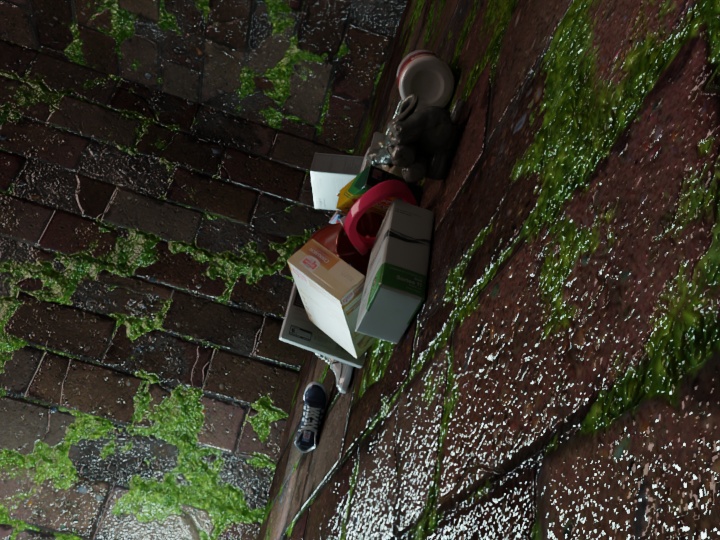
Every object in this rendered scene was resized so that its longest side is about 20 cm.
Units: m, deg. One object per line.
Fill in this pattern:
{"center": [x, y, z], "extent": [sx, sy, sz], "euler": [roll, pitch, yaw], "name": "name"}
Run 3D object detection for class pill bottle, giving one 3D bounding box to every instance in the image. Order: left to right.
{"center": [0.133, -0.402, 1.447], "extent": [0.201, 0.111, 0.114], "euler": [-87, 15, -67], "name": "pill bottle"}

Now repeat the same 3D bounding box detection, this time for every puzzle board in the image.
{"center": [0.004, -0.107, 1.652], "extent": [0.200, 0.149, 0.018], "euler": [166, 120, -82], "name": "puzzle board"}

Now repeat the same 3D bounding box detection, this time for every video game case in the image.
{"center": [-0.068, 0.102, 1.540], "extent": [0.023, 0.198, 0.184], "euler": [135, 152, -57], "name": "video game case"}

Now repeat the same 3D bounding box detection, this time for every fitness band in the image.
{"center": [0.040, -0.096, 1.279], "extent": [0.038, 0.143, 0.200], "euler": [59, -177, 26], "name": "fitness band"}

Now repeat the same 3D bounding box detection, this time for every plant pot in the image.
{"center": [-0.008, -0.029, 1.475], "extent": [0.195, 0.198, 0.204], "euler": [149, 138, -68], "name": "plant pot"}

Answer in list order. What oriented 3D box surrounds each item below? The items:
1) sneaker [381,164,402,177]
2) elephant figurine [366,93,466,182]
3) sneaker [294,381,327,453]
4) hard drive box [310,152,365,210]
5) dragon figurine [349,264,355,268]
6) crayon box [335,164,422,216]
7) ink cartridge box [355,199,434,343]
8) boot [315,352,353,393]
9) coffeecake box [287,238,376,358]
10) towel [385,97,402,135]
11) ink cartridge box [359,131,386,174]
{"center": [0.079, -0.203, 1.545], "extent": [0.073, 0.083, 0.202], "euler": [-90, 14, -63], "name": "sneaker"}
{"center": [0.095, -0.250, 1.261], "extent": [0.200, 0.153, 0.144], "euler": [-111, 15, -65], "name": "elephant figurine"}
{"center": [-0.140, 0.419, 1.930], "extent": [0.109, 0.069, 0.203], "euler": [-76, -2, -65], "name": "sneaker"}
{"center": [-0.036, -0.248, 1.974], "extent": [0.157, 0.197, 0.078], "euler": [88, -168, -52], "name": "hard drive box"}
{"center": [0.000, 0.000, 1.640], "extent": [0.059, 0.098, 0.203], "euler": [-118, 42, -81], "name": "dragon figurine"}
{"center": [0.031, -0.150, 1.469], "extent": [0.200, 0.125, 0.051], "euler": [-27, 46, 65], "name": "crayon box"}
{"center": [0.061, 0.000, 1.194], "extent": [0.147, 0.082, 0.202], "euler": [114, 170, -50], "name": "ink cartridge box"}
{"center": [-0.068, 0.223, 1.692], "extent": [0.201, 0.094, 0.074], "euler": [-88, 16, -65], "name": "boot"}
{"center": [-0.050, 0.058, 1.357], "extent": [0.073, 0.153, 0.201], "euler": [-41, -35, -20], "name": "coffeecake box"}
{"center": [0.123, -0.420, 1.779], "extent": [0.133, 0.034, 0.200], "euler": [-55, -3, -28], "name": "towel"}
{"center": [0.054, -0.215, 1.642], "extent": [0.067, 0.115, 0.203], "euler": [148, 139, -79], "name": "ink cartridge box"}
